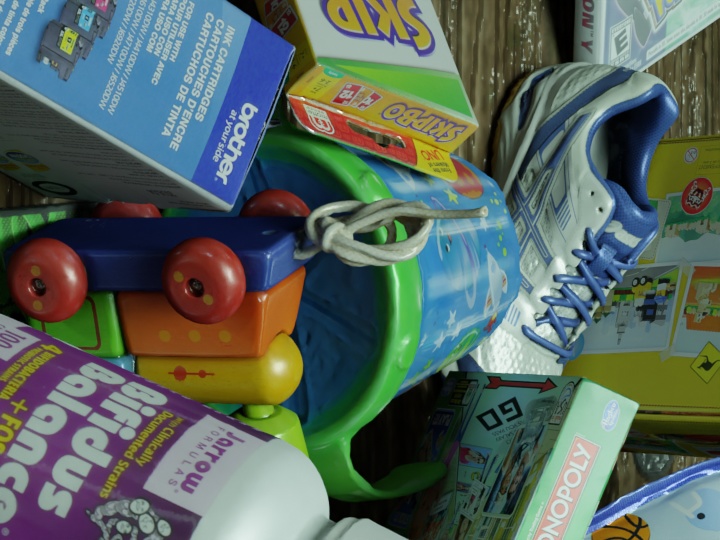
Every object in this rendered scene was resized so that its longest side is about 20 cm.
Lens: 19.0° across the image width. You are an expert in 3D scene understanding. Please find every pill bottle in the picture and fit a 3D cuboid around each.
[{"bbox_3d":[-0.082,0.099,0.794,0.113,0.199,0.113,-59,163,-31],"label":"pill bottle"}]

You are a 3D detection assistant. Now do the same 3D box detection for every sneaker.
[{"bbox_3d":[0.099,-0.011,1.058,0.075,0.088,0.201,23,75,-41],"label":"sneaker"}]

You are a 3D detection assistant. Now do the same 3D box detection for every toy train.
[{"bbox_3d":[-0.039,0.033,0.854,0.085,0.199,0.116,-39,126,-61],"label":"toy train"}]

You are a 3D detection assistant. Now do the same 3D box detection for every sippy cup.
[{"bbox_3d":[0.000,0.000,0.947,0.130,0.139,0.179,-12,127,-52],"label":"sippy cup"}]

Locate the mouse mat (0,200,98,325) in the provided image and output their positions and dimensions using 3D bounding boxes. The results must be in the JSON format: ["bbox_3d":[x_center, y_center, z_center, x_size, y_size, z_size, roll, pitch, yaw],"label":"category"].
[{"bbox_3d":[-0.146,0.075,0.887,0.160,0.008,0.201,-7,93,-42],"label":"mouse mat"}]

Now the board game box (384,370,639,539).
[{"bbox_3d":[0.050,0.111,0.929,0.029,0.200,0.135,26,82,-11],"label":"board game box"}]

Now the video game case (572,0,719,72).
[{"bbox_3d":[0.180,-0.208,1.128,0.200,0.023,0.183,-34,137,-37],"label":"video game case"}]

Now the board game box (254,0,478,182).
[{"bbox_3d":[-0.011,-0.130,0.928,0.095,0.030,0.201,16,46,-41],"label":"board game box"}]

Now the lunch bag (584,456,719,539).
[{"bbox_3d":[0.170,0.169,0.997,0.199,0.124,0.170,-24,151,-14],"label":"lunch bag"}]

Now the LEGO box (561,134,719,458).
[{"bbox_3d":[0.189,0.014,1.063,0.077,0.199,0.150,25,73,-38],"label":"LEGO box"}]

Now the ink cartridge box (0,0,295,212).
[{"bbox_3d":[-0.122,-0.084,0.823,0.200,0.136,0.077,33,73,-37],"label":"ink cartridge box"}]
